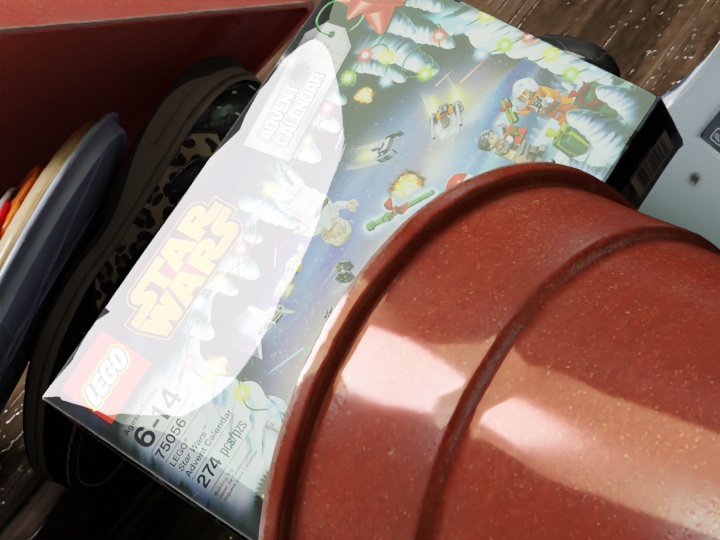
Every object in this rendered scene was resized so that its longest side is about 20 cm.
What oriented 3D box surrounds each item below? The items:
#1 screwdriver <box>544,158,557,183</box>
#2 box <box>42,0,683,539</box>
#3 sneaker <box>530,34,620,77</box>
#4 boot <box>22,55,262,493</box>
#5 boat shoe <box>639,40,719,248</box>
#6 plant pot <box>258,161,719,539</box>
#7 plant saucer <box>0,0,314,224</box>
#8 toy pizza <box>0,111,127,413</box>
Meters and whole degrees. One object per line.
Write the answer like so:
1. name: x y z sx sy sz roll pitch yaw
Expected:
1. screwdriver: 0.050 0.056 0.709 0.029 0.200 0.028 2 24 -25
2. box: 0.000 0.000 0.747 0.137 0.040 0.200 29 81 30
3. sneaker: 0.029 -0.080 0.993 0.200 0.074 0.080 -10 36 31
4. boot: -0.047 0.032 0.893 0.154 0.073 0.204 32 107 23
5. boat shoe: 0.148 -0.045 0.856 0.200 0.091 0.071 -47 72 18
6. plant pot: 0.110 0.085 0.609 0.195 0.201 0.201 17 56 41
7. plant saucer: -0.144 -0.057 0.894 0.200 0.037 0.200 -13 -24 -50
8. toy pizza: -0.151 0.022 0.859 0.200 0.032 0.200 -63 2 4
